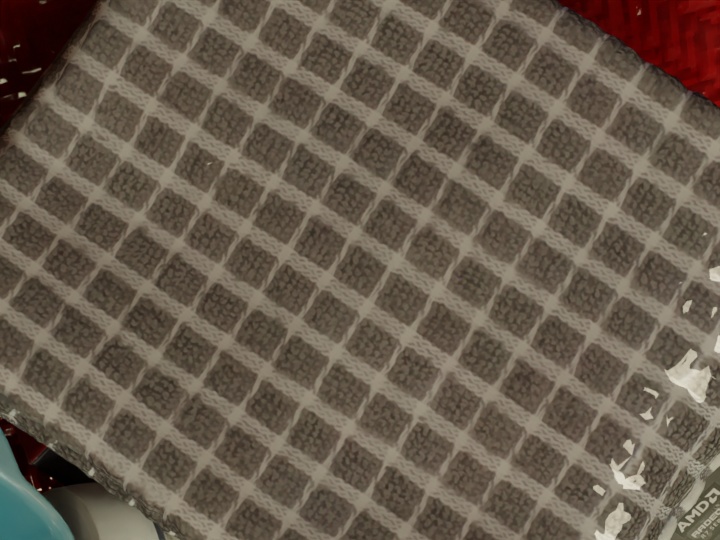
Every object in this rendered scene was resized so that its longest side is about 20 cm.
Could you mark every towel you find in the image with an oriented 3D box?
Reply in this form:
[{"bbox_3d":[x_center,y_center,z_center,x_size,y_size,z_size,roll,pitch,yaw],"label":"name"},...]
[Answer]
[{"bbox_3d":[0.000,0.000,0.734,0.199,0.086,0.166,34,91,8],"label":"towel"}]

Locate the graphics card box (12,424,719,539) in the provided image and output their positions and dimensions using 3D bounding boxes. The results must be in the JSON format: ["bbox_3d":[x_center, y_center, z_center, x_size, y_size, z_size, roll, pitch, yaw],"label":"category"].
[{"bbox_3d":[0.011,0.047,0.865,0.125,0.051,0.200,-45,125,12],"label":"graphics card box"}]

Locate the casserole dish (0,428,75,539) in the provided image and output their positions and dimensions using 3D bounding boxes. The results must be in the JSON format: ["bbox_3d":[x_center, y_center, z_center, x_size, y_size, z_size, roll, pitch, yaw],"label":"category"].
[{"bbox_3d":[-0.150,0.115,0.736,0.121,0.201,0.039,31,152,-9],"label":"casserole dish"}]

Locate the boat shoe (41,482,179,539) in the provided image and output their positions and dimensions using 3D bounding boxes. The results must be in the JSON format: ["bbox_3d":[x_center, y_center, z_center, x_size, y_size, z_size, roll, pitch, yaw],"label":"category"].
[{"bbox_3d":[-0.062,0.123,0.855,0.065,0.072,0.201,-11,142,-19],"label":"boat shoe"}]
